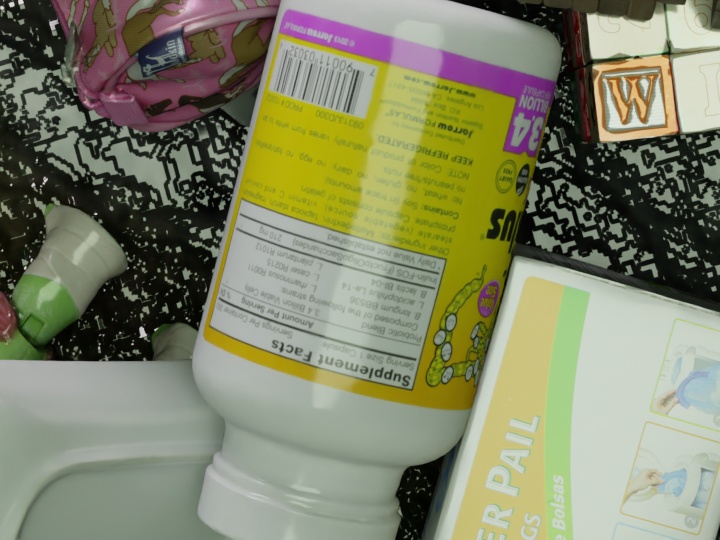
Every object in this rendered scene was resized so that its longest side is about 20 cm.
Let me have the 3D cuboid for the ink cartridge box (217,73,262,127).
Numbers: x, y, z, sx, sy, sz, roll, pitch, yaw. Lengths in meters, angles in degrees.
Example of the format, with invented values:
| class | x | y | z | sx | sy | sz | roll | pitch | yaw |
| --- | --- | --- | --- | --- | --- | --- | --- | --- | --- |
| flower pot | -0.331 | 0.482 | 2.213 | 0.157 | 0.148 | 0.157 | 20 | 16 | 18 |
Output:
| class | x | y | z | sx | sy | sz | roll | pitch | yaw |
| --- | --- | --- | --- | --- | --- | --- | --- | --- | --- |
| ink cartridge box | -0.059 | -0.183 | 0.992 | 0.163 | 0.057 | 0.200 | -45 | 70 | 3 |

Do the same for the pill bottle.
| class | x | y | z | sx | sy | sz | roll | pitch | yaw |
| --- | --- | --- | --- | --- | --- | --- | --- | --- | --- |
| pill bottle | 0.000 | 0.000 | 0.892 | 0.103 | 0.104 | 0.201 | 15 | 96 | 0 |

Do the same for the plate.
| class | x | y | z | sx | sy | sz | roll | pitch | yaw |
| --- | --- | --- | --- | --- | --- | --- | --- | --- | --- |
| plate | -0.105 | 0.130 | 0.914 | 0.032 | 0.199 | 0.201 | 24 | 101 | 29 |

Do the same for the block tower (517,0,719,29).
| class | x | y | z | sx | sy | sz | roll | pitch | yaw |
| --- | --- | --- | --- | --- | --- | --- | --- | --- | --- |
| block tower | 0.117 | -0.119 | 0.866 | 0.198 | 0.054 | 0.058 | 7 | 75 | 4 |

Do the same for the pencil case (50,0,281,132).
| class | x | y | z | sx | sy | sz | roll | pitch | yaw |
| --- | --- | --- | --- | --- | --- | --- | --- | --- | --- |
| pencil case | -0.099 | -0.154 | 0.933 | 0.083 | 0.086 | 0.201 | -37 | 72 | 38 |

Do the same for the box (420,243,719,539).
| class | x | y | z | sx | sy | sz | roll | pitch | yaw |
| --- | --- | --- | --- | --- | --- | --- | --- | --- | --- |
| box | 0.078 | 0.101 | 0.958 | 0.101 | 0.112 | 0.201 | 16 | 94 | 0 |

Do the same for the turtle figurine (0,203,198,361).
| class | x | y | z | sx | sy | sz | roll | pitch | yaw |
| --- | --- | --- | --- | --- | --- | --- | --- | --- | --- |
| turtle figurine | -0.155 | 0.080 | 0.980 | 0.144 | 0.200 | 0.194 | 37 | 71 | 22 |

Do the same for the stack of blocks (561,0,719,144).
| class | x | y | z | sx | sy | sz | roll | pitch | yaw |
| --- | --- | --- | --- | --- | --- | --- | --- | --- | --- |
| stack of blocks | 0.181 | -0.088 | 0.948 | 0.198 | 0.115 | 0.059 | -6 | 92 | 1 |
